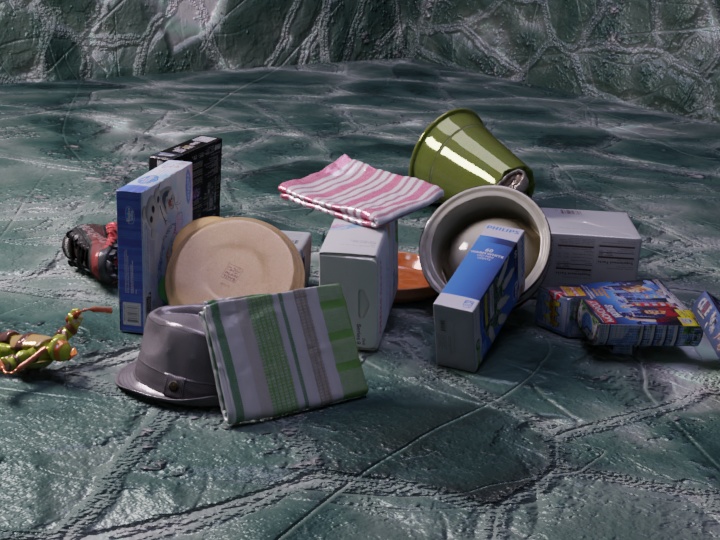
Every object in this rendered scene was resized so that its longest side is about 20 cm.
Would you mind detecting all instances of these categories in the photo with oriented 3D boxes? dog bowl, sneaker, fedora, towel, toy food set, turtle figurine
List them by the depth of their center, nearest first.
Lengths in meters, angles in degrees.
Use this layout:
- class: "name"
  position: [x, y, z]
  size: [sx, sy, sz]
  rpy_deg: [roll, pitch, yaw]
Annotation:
- class: "towel"
  position: [-0.092, 0.098, 1.503]
  size: [0.199, 0.150, 0.031]
  rpy_deg: [-7, -10, -36]
- class: "fedora"
  position: [-0.205, 0.096, 1.541]
  size: [0.199, 0.091, 0.177]
  rpy_deg: [13, 20, 29]
- class: "turtle figurine"
  position: [-0.413, 0.093, 1.558]
  size: [0.161, 0.065, 0.200]
  rpy_deg: [4, 25, 26]
- class: "toy food set"
  position: [-0.176, 0.015, 1.710]
  size: [0.199, 0.049, 0.199]
  rpy_deg: [9, 62, 4]
- class: "towel"
  position: [0.000, -0.115, 1.780]
  size: [0.200, 0.030, 0.146]
  rpy_deg: [19, 34, 38]
- class: "dog bowl"
  position: [0.192, -0.023, 1.856]
  size: [0.199, 0.201, 0.074]
  rpy_deg: [11, -19, 23]
- class: "sneaker"
  position: [-0.414, -0.027, 1.924]
  size: [0.097, 0.071, 0.200]
  rpy_deg: [0, 16, -10]
- class: "towel"
  position: [0.197, -0.090, 2.044]
  size: [0.034, 0.200, 0.133]
  rpy_deg: [48, 7, 7]

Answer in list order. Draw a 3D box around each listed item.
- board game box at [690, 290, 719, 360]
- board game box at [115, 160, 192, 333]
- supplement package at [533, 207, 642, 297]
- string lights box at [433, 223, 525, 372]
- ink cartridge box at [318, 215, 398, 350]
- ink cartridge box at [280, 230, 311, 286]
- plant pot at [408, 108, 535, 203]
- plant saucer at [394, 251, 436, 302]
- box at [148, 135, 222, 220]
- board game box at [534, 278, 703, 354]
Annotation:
- class: "board game box"
  position: [0.513, 0.106, 1.633]
  size: [0.135, 0.035, 0.200]
  rpy_deg: [34, 17, -7]
- class: "board game box"
  position: [-0.289, -0.038, 1.766]
  size: [0.043, 0.201, 0.199]
  rpy_deg: [6, 17, 12]
- class: "supplement package"
  position: [0.334, -0.027, 1.995]
  size: [0.199, 0.111, 0.156]
  rpy_deg: [4, 18, 2]
- class: "string lights box"
  position: [0.164, 0.034, 1.689]
  size: [0.059, 0.103, 0.200]
  rpy_deg: [12, 39, 23]
- class: "ink cartridge box"
  position: [0.000, 0.000, 1.744]
  size: [0.087, 0.146, 0.200]
  rpy_deg: [3, 27, 7]
- class: "ink cartridge box"
  position: [-0.160, 0.002, 1.858]
  size: [0.145, 0.083, 0.200]
  rpy_deg: [5, 18, 5]
- class: "plant pot"
  position: [0.228, -0.184, 2.387]
  size: [0.199, 0.201, 0.190]
  rpy_deg: [-11, 34, -39]
- class: "plant saucer"
  position: [0.043, 0.011, 1.954]
  size: [0.199, 0.032, 0.200]
  rpy_deg: [3, 19, -1]
- class: "box"
  position: [-0.300, -0.136, 2.140]
  size: [0.043, 0.161, 0.200]
  rpy_deg: [10, 20, 16]
- class: "board game box"
  position: [0.360, 0.069, 1.782]
  size: [0.199, 0.062, 0.200]
  rpy_deg: [1, 18, -5]
